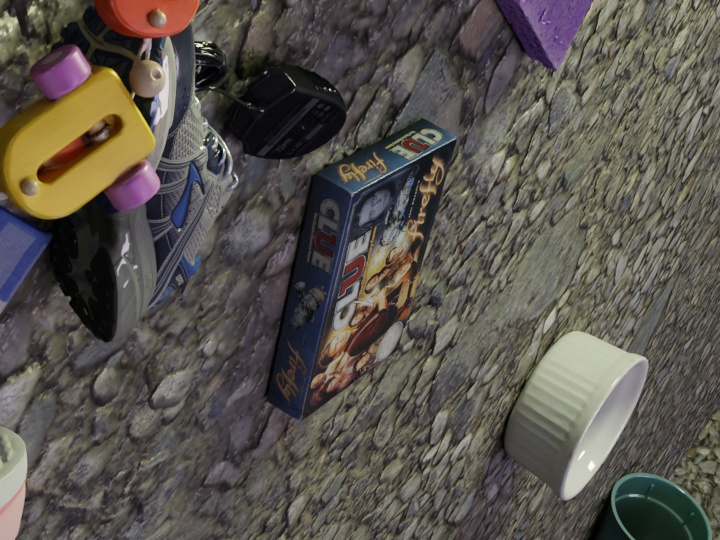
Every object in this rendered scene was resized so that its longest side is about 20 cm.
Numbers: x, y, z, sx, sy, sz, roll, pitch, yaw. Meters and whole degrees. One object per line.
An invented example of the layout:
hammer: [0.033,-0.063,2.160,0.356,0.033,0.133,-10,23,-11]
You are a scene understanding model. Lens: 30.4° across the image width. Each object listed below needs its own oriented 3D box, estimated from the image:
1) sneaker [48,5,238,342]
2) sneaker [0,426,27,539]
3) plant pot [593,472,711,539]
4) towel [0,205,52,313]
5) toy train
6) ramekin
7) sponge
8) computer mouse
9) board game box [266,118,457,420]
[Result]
sneaker: [-0.102,-0.058,0.649,0.085,0.077,0.201,-29,152,-37]
sneaker: [-0.224,0.155,0.591,0.200,0.075,0.105,-37,144,-57]
plant pot: [0.517,0.518,2.457,0.200,0.200,0.197,-32,152,-47]
towel: [-0.226,0.047,0.592,0.201,0.024,0.147,-58,158,-5]
toy train: [-0.145,-0.093,0.519,0.199,0.055,0.151,-13,108,-30]
ramekin: [0.262,0.172,1.632,0.200,0.097,0.201,-45,153,-31]
sponge: [0.145,-0.237,0.998,0.112,0.030,0.200,-60,156,-2]
computer mouse: [-0.071,-0.100,0.730,0.059,0.034,0.200,-40,158,20]
board game box: [0.000,0.000,0.978,0.135,0.034,0.201,-32,144,-47]
